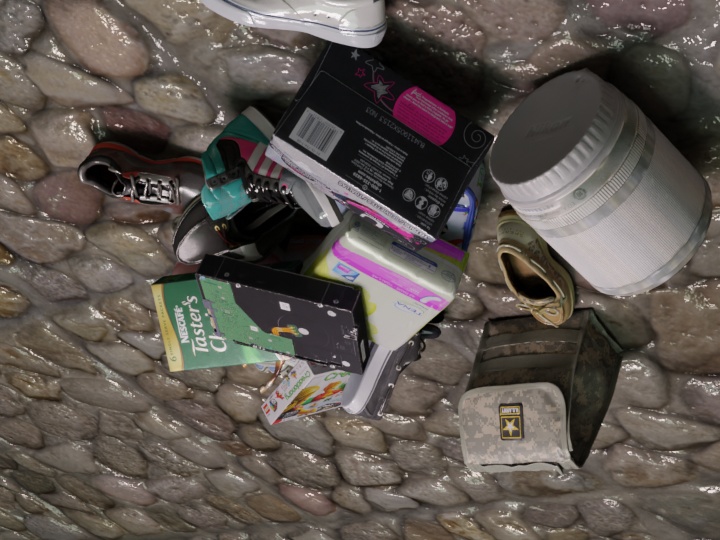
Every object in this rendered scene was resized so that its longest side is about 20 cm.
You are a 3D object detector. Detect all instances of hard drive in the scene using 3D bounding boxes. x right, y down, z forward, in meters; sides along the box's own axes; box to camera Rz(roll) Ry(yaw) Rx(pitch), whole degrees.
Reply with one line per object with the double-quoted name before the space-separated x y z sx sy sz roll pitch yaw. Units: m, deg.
"hard drive" -0.090 0.052 1.684 0.198 0.038 0.140 12 146 16

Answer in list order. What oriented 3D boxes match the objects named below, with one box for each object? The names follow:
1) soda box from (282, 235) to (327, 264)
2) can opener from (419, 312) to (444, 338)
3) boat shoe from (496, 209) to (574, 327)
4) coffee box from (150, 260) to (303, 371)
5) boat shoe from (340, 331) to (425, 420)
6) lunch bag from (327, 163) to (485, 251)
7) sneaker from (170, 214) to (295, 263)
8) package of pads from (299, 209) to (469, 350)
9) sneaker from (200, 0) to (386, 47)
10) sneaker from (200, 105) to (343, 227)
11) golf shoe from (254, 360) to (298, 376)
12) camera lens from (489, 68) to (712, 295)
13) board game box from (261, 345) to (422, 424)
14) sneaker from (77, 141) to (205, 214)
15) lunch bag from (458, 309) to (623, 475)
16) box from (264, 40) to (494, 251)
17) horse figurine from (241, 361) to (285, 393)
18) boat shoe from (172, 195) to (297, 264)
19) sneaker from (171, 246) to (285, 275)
"soda box" 0.000 0.000 1.786 0.198 0.069 0.064 2 152 29
"can opener" 0.012 0.056 1.872 0.198 0.064 0.079 16 147 8
"boat shoe" 0.203 0.010 1.696 0.073 0.063 0.200 -2 142 30
"coffee box" -0.159 0.059 1.793 0.198 0.044 0.124 -5 105 18
"boat shoe" 0.048 0.102 1.820 0.066 0.201 0.070 27 179 -19
"lunch bag" 0.040 -0.093 1.628 0.198 0.076 0.161 15 145 7
"sneaker" -0.169 -0.055 1.801 0.199 0.075 0.088 -16 135 43
"package of pads" 0.023 0.009 1.652 0.154 0.069 0.200 27 150 -11
"sneaker" -0.066 -0.283 1.424 0.198 0.073 0.071 12 128 7
"sneaker" -0.115 -0.091 1.586 0.200 0.120 0.084 47 170 36
"golf shoe" -0.087 0.097 1.983 0.199 0.079 0.098 -7 133 34
"camera lens" 0.247 -0.084 1.439 0.200 0.161 0.159 40 143 -28
"board game box" -0.024 0.144 1.909 0.199 0.035 0.126 -10 151 -41
"sneaker" -0.260 -0.102 1.755 0.198 0.082 0.078 12 114 14
"lunch bag" 0.220 0.162 1.782 0.163 0.201 0.118 -8 138 39
"box" 0.016 -0.129 1.485 0.199 0.133 0.115 32 171 -4
"horse figurine" -0.131 0.066 1.845 0.132 0.050 0.200 -39 102 20
"boat shoe" -0.153 -0.064 1.716 0.200 0.063 0.074 -31 122 22
"sneaker" -0.186 0.023 1.899 0.199 0.105 0.075 -11 135 38
